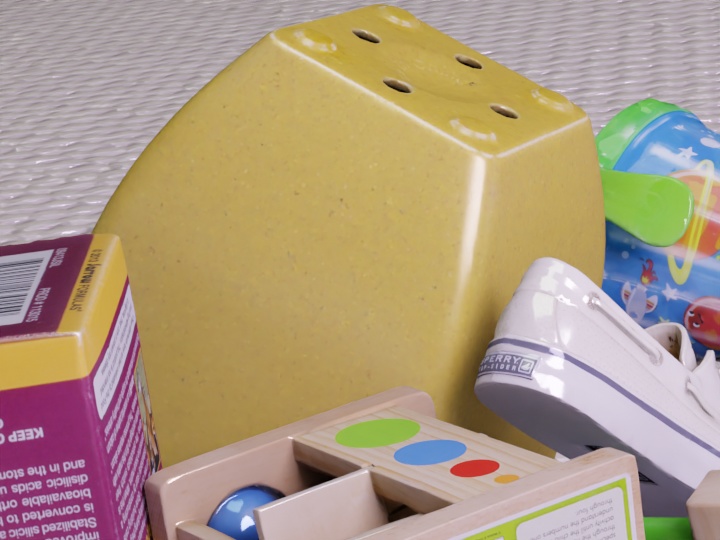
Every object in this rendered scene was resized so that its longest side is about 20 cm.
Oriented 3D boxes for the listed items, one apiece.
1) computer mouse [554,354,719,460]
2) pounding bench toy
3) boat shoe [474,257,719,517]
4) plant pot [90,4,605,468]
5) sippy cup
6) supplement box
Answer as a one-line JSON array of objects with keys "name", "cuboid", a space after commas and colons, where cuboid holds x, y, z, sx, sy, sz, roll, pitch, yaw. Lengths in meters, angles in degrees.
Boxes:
[{"name": "computer mouse", "cuboid": [0.146, 0.068, 1.179, 0.140, 0.046, 0.199, -19, 19, -38]}, {"name": "pounding bench toy", "cuboid": [0.042, 0.118, 0.911, 0.199, 0.125, 0.156, -17, 17, -30]}, {"name": "boat shoe", "cuboid": [0.124, 0.057, 0.988, 0.200, 0.070, 0.071, 34, -23, -36]}, {"name": "plant pot", "cuboid": [0.000, 0.000, 1.061, 0.195, 0.201, 0.194, 31, 25, 18]}, {"name": "sippy cup", "cuboid": [0.189, -0.008, 1.262, 0.130, 0.141, 0.177, 21, 33, 33]}, {"name": "supplement box", "cuboid": [-0.128, 0.103, 0.912, 0.102, 0.202, 0.131, -8, 15, 2]}]
